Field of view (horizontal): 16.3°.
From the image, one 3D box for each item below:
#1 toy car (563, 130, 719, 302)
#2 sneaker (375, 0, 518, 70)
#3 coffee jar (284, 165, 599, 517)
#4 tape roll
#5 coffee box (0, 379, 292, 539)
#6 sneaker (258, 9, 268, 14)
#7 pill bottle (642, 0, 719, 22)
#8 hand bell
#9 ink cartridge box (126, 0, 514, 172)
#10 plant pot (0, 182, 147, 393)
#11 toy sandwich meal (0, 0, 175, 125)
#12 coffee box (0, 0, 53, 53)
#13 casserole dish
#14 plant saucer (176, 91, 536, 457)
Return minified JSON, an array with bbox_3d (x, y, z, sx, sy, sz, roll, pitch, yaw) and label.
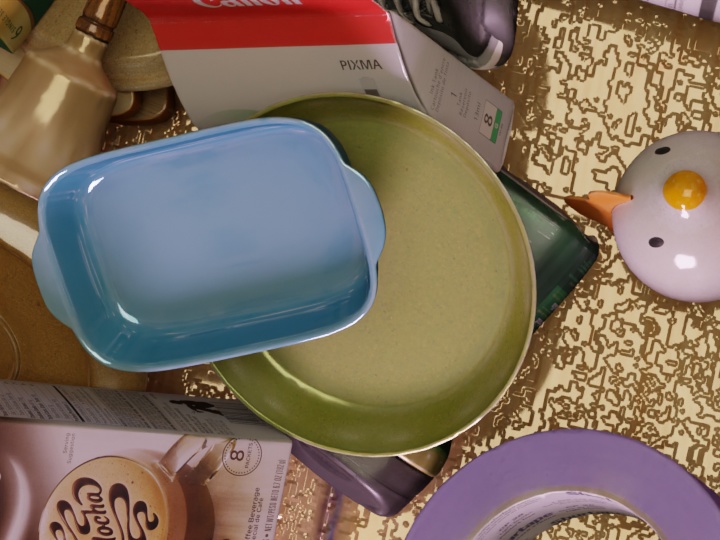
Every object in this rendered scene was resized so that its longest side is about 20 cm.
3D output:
[{"bbox_3d":[0.204,-0.035,1.355,0.199,0.177,0.185,-1,76,16],"label":"toy car"},{"bbox_3d":[0.014,-0.149,1.356,0.115,0.200,0.075,1,96,-10],"label":"sneaker"},{"bbox_3d":[0.037,0.036,1.406,0.104,0.085,0.200,36,91,9],"label":"coffee jar"},{"bbox_3d":[0.121,0.191,1.361,0.199,0.085,0.201,-5,75,19],"label":"tape roll"},{"bbox_3d":[-0.150,0.125,1.351,0.199,0.080,0.113,6,103,-24],"label":"coffee box"},{"bbox_3d":[-0.066,-0.222,1.293,0.074,0.087,0.200,-22,101,-16],"label":"sneaker"},{"bbox_3d":[0.176,-0.203,1.392,0.199,0.114,0.114,16,88,7],"label":"pill bottle"},{"bbox_3d":[-0.142,-0.138,1.368,0.104,0.104,0.200,27,95,8],"label":"hand bell"},{"bbox_3d":[-0.036,-0.104,1.327,0.161,0.200,0.050,2,74,35],"label":"ink cartridge box"},{"bbox_3d":[-0.215,0.038,1.410,0.199,0.027,0.201,11,121,18],"label":"plant pot"},{"bbox_3d":[-0.126,-0.179,1.453,0.204,0.070,0.206,-2,75,9],"label":"toy sandwich meal"},{"bbox_3d":[-0.160,-0.223,1.372,0.044,0.123,0.200,35,81,13],"label":"coffee box"},{"bbox_3d":[-0.076,-0.017,1.308,0.199,0.039,0.121,-12,104,21],"label":"casserole dish"},{"bbox_3d":[0.000,0.000,1.326,0.199,0.031,0.201,6,109,17],"label":"plant saucer"}]
